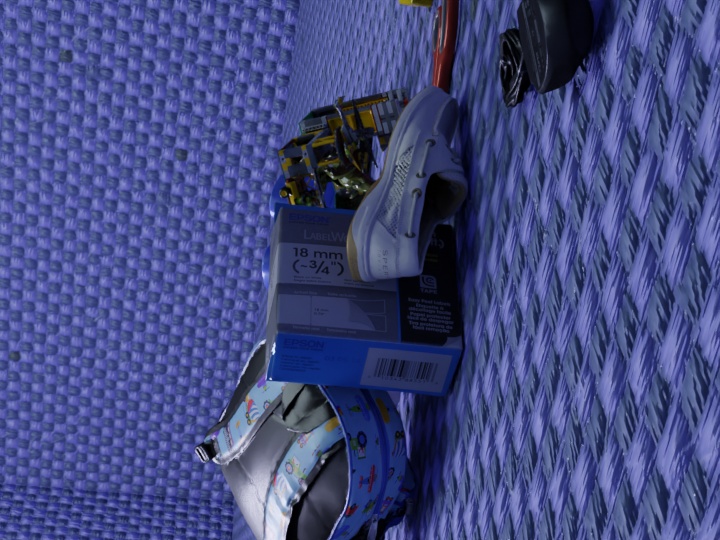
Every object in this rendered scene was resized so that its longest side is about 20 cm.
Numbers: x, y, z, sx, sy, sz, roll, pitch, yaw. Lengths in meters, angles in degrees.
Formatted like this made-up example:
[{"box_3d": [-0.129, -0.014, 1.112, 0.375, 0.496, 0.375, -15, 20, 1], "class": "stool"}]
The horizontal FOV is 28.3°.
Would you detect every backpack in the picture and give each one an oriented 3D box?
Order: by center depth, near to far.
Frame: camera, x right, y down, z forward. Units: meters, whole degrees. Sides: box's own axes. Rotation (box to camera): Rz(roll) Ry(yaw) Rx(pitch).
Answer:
[{"box_3d": [-0.032, 0.144, 1.194, 0.183, 0.134, 0.200, 58, 142, 28], "class": "backpack"}]

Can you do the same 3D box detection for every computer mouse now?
[{"box_3d": [0.111, -0.132, 0.864, 0.200, 0.034, 0.059, 148, 111, -87], "class": "computer mouse"}]

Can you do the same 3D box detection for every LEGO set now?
[{"box_3d": [0.009, -0.089, 1.317, 0.200, 0.116, 0.154, -39, -64, -72], "class": "LEGO set"}]

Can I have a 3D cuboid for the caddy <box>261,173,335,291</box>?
[{"box_3d": [-0.030, -0.033, 1.528, 0.200, 0.105, 0.142, -3, -81, -77], "class": "caddy"}]

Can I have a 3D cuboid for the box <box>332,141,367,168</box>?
[{"box_3d": [-0.024, -0.081, 1.776, 0.160, 0.049, 0.200, 106, 168, -66], "class": "box"}]

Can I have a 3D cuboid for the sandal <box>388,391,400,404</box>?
[{"box_3d": [0.004, 0.111, 1.321, 0.207, 0.079, 0.059, 91, -177, -48], "class": "sandal"}]

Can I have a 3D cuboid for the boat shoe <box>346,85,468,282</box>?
[{"box_3d": [0.053, -0.066, 1.120, 0.071, 0.069, 0.200, 73, -148, -46], "class": "boat shoe"}]

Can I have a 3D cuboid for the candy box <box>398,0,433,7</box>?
[{"box_3d": [0.065, -0.356, 1.378, 0.102, 0.026, 0.200, -107, 24, -80], "class": "candy box"}]

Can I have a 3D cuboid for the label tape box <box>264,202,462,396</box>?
[{"box_3d": [0.000, 0.000, 1.146, 0.063, 0.144, 0.200, 103, 169, -46], "class": "label tape box"}]

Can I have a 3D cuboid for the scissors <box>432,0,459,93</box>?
[{"box_3d": [0.068, -0.149, 1.242, 0.073, 0.014, 0.200, 135, 142, -76], "class": "scissors"}]
